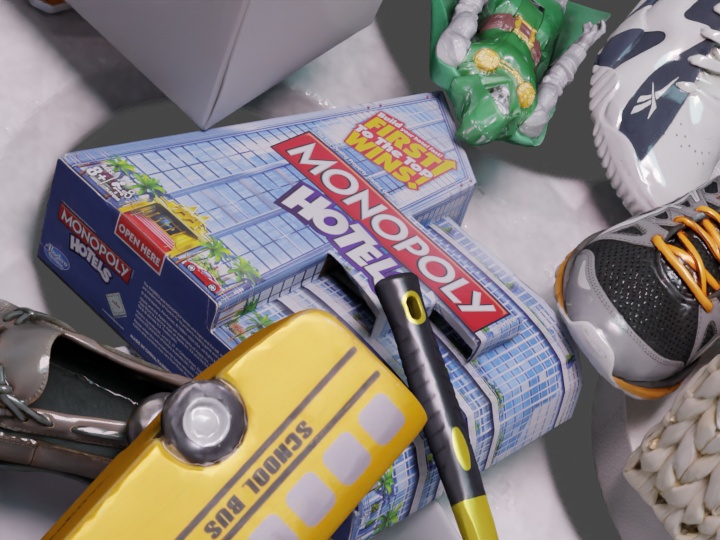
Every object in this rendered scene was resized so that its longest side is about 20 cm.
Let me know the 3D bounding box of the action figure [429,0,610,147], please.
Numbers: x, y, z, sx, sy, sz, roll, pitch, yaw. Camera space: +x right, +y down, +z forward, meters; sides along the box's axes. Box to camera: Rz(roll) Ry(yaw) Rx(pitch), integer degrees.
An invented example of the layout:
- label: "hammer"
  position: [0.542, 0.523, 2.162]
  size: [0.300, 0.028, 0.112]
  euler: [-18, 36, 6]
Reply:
- label: "action figure"
  position: [0.074, -0.118, 1.079]
  size: [0.118, 0.055, 0.201]
  euler: [36, 37, -14]

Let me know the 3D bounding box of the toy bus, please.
- label: "toy bus"
  position: [-0.071, 0.101, 0.797]
  size: [0.078, 0.065, 0.200]
  euler: [45, 71, -8]

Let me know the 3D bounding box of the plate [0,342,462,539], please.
- label: "plate"
  position: [-0.060, 0.112, 0.905]
  size: [0.198, 0.032, 0.201]
  euler: [-11, 52, -31]

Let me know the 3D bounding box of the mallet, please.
- label: "mallet"
  position: [0.053, 0.096, 0.883]
  size: [0.065, 0.041, 0.202]
  euler: [-4, 74, -30]

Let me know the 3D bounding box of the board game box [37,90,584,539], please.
- label: "board game box"
  position: [0.000, 0.000, 0.976]
  size: [0.200, 0.062, 0.199]
  euler: [41, 44, 24]

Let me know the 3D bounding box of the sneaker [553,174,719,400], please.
- label: "sneaker"
  position: [0.159, -0.008, 1.015]
  size: [0.078, 0.077, 0.200]
  euler: [54, 43, 5]

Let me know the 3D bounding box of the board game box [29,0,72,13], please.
- label: "board game box"
  position: [-0.117, -0.236, 1.109]
  size: [0.199, 0.026, 0.201]
  euler: [-21, 73, -34]

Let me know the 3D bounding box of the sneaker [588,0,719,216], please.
- label: "sneaker"
  position: [0.194, -0.115, 1.119]
  size: [0.080, 0.129, 0.200]
  euler: [46, 44, -23]

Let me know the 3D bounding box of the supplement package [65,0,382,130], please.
- label: "supplement package"
  position: [-0.085, -0.185, 0.985]
  size: [0.200, 0.120, 0.121]
  euler: [43, 51, 15]

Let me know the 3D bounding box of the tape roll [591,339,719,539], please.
- label: "tape roll"
  position: [0.205, 0.092, 1.069]
  size: [0.201, 0.037, 0.204]
  euler: [13, 57, -20]

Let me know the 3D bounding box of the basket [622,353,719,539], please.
- label: "basket"
  position: [0.218, 0.057, 0.953]
  size: [0.123, 0.200, 0.135]
  euler: [45, 52, 12]

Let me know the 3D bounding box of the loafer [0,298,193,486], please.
- label: "loafer"
  position: [-0.112, 0.044, 0.859]
  size: [0.199, 0.063, 0.072]
  euler: [23, 40, -16]
